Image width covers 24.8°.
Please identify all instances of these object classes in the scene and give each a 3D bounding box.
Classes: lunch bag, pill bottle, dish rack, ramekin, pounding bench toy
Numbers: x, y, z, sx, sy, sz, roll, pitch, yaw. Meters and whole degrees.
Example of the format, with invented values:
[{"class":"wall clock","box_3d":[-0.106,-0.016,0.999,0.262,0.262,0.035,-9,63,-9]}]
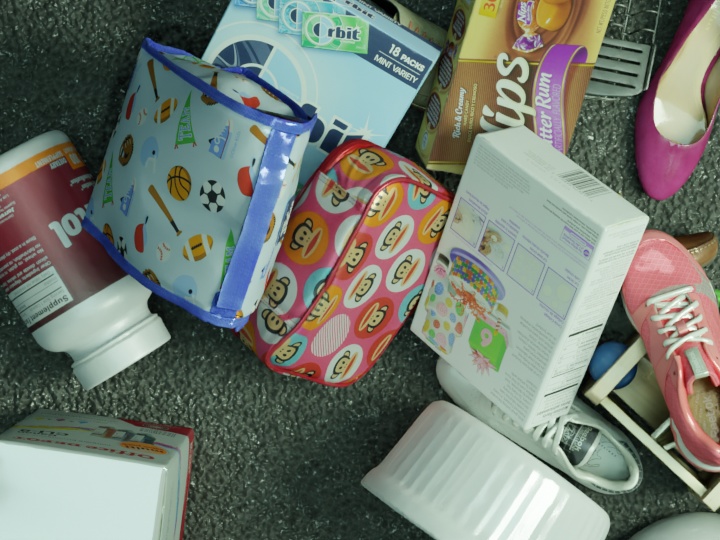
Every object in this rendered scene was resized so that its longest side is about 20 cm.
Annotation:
[{"class":"lunch bag","box_3d":[0.000,0.000,1.358,0.082,0.176,0.200,41,102,33]},{"class":"pill bottle","box_3d":[-0.246,-0.007,1.377,0.113,0.113,0.200,-31,93,1]},{"class":"lunch bag","box_3d":[-0.113,-0.065,1.260,0.123,0.200,0.171,11,105,-31]},{"class":"dish rack","box_3d":[0.194,-0.249,1.391,0.153,0.055,0.201,11,90,0]},{"class":"ramekin","box_3d":[0.108,0.193,1.349,0.200,0.200,0.098,35,85,-2]},{"class":"pounding bench toy","box_3d":[0.297,0.070,1.368,0.156,0.124,0.200,43,92,5]}]

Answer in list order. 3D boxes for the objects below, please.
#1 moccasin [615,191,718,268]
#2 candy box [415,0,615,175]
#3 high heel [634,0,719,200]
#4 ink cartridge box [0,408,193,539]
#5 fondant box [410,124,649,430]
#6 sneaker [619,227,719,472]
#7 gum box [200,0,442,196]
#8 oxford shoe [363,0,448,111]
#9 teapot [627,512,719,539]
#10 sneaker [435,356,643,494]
[{"class":"moccasin","box_3d":[0.203,-0.025,1.401,0.201,0.074,0.078,1,101,10]},{"class":"candy box","box_3d":[0.128,-0.172,1.346,0.116,0.056,0.201,11,111,-14]},{"class":"high heel","box_3d":[0.278,-0.157,1.377,0.067,0.096,0.201,12,93,-1]},{"class":"ink cartridge box","box_3d":[-0.224,0.203,1.343,0.145,0.200,0.145,8,93,-1]},{"class":"fondant box","box_3d":[0.131,0.005,1.323,0.144,0.058,0.200,41,128,32]},{"class":"sneaker","box_3d":[0.257,0.058,1.266,0.074,0.087,0.201,-21,85,4]},{"class":"gum box","box_3d":[-0.054,-0.141,1.367,0.170,0.045,0.200,31,116,-1]},{"class":"oxford shoe","box_3d":[0.039,-0.184,1.386,0.199,0.075,0.071,27,90,-2]},{"class":"teapot","box_3d":[0.299,0.303,1.377,0.200,0.146,0.198,-37,93,1]},{"class":"sneaker","box_3d":[0.155,0.123,1.401,0.200,0.081,0.077,31,94,0]}]
